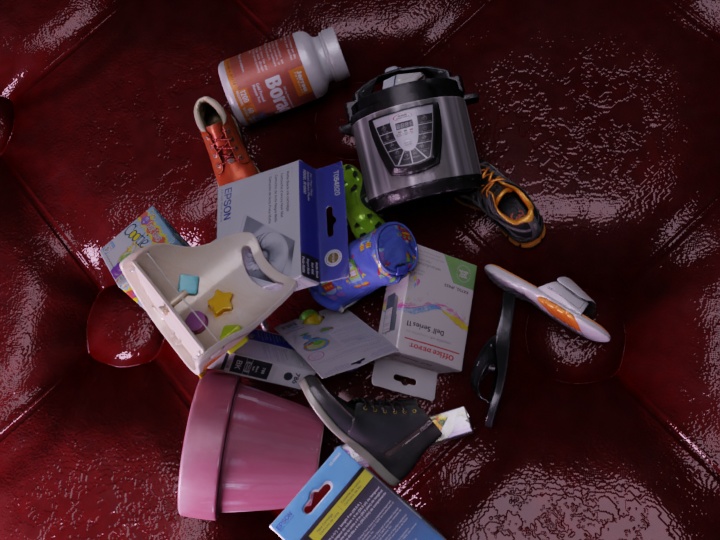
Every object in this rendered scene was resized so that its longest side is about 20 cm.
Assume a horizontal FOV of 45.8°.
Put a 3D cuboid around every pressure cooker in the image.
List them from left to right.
[{"bbox_3d":[0.074,-0.194,1.234,0.175,0.178,0.202,-10,87,-37],"label":"pressure cooker"}]

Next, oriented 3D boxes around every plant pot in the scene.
[{"bbox_3d":[-0.146,0.250,1.185,0.178,0.200,0.201,9,73,-3],"label":"plant pot"}]

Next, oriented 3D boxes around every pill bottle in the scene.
[{"bbox_3d":[-0.123,-0.323,1.399,0.199,0.112,0.113,-21,69,4],"label":"pill bottle"}]

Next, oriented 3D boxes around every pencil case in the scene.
[{"bbox_3d":[0.000,0.000,1.223,0.078,0.200,0.087,-13,80,-38],"label":"pencil case"}]

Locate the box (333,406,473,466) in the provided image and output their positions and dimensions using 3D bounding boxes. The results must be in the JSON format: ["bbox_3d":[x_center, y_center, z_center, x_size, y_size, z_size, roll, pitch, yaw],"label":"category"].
[{"bbox_3d":[0.062,0.242,1.215,0.199,0.041,0.039,-19,72,5],"label":"box"}]

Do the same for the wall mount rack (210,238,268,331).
[{"bbox_3d":[-0.130,-0.016,1.311,0.199,0.075,0.174,-24,65,-13],"label":"wall mount rack"}]

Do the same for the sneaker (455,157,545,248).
[{"bbox_3d":[0.201,-0.120,1.289,0.200,0.077,0.078,40,85,21],"label":"sneaker"}]

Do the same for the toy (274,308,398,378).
[{"bbox_3d":[-0.037,0.111,1.220,0.114,0.048,0.200,-19,27,-19],"label":"toy"}]

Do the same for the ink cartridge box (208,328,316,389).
[{"bbox_3d":[-0.142,0.122,1.231,0.199,0.100,0.039,15,108,-19],"label":"ink cartridge box"}]

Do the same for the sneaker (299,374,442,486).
[{"bbox_3d":[0.013,0.189,1.157,0.106,0.075,0.200,-45,104,-1],"label":"sneaker"}]

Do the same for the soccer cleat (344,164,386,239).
[{"bbox_3d":[0.003,-0.088,1.325,0.067,0.081,0.201,-31,47,6],"label":"soccer cleat"}]

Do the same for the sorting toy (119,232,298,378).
[{"bbox_3d":[-0.185,0.031,1.135,0.180,0.107,0.200,-34,59,-18],"label":"sorting toy"}]

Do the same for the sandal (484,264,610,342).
[{"bbox_3d":[0.275,0.029,1.224,0.206,0.079,0.059,33,83,21],"label":"sandal"}]

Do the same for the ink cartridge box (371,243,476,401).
[{"bbox_3d":[0.092,0.077,1.221,0.116,0.067,0.201,18,73,-24],"label":"ink cartridge box"}]

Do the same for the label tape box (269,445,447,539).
[{"bbox_3d":[-0.002,0.351,1.145,0.200,0.066,0.143,42,84,-1],"label":"label tape box"}]

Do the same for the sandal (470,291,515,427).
[{"bbox_3d":[0.185,0.126,1.215,0.048,0.075,0.202,9,65,8],"label":"sandal"}]

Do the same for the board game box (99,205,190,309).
[{"bbox_3d":[-0.271,0.022,1.255,0.103,0.200,0.105,-40,44,-4],"label":"board game box"}]

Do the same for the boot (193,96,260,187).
[{"bbox_3d":[-0.217,-0.187,1.377,0.075,0.107,0.201,-25,71,0],"label":"boot"}]

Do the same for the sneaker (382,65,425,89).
[{"bbox_3d":[0.067,-0.239,1.356,0.070,0.073,0.201,1,72,15],"label":"sneaker"}]

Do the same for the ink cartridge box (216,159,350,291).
[{"bbox_3d":[-0.116,-0.059,1.226,0.199,0.041,0.201,-16,59,19],"label":"ink cartridge box"}]
